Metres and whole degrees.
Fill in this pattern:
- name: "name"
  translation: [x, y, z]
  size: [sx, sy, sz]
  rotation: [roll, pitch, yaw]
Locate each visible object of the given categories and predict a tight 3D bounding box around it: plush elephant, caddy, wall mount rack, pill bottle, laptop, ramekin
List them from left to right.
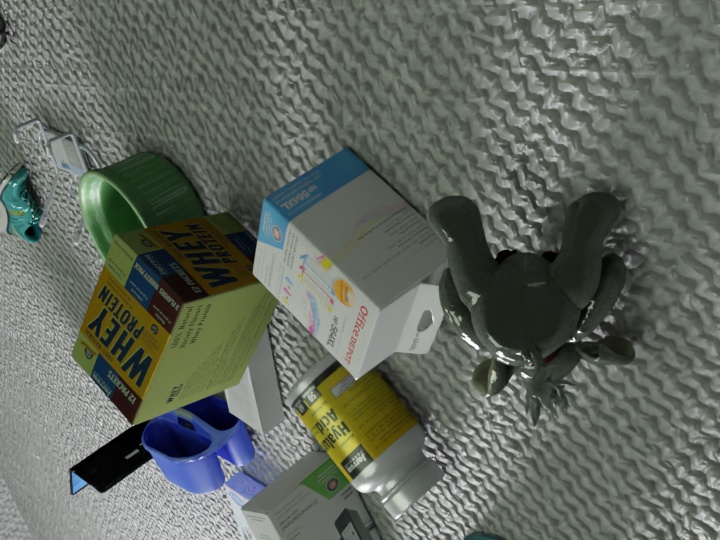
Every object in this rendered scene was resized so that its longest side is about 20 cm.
- name: "wall mount rack"
  translation: [-0.481, -0.147, 1.659]
  size: [0.198, 0.074, 0.176]
  rotation: [22, 134, 43]
- name: "laptop"
  translation: [-0.447, 0.370, 1.961]
  size: [0.198, 0.176, 0.105]
  rotation: [16, 131, 46]
- name: "ramekin"
  translation: [-0.300, -0.067, 1.463]
  size: [0.199, 0.097, 0.202]
  rotation: [34, 141, 32]
- name: "caddy"
  translation: [-0.262, 0.266, 1.659]
  size: [0.198, 0.141, 0.106]
  rotation: [9, 129, 48]
- name: "pill bottle"
  translation: [0.010, 0.196, 1.263]
  size: [0.201, 0.111, 0.112]
  rotation: [49, 147, 11]
- name: "plush elephant"
  translation: [0.155, 0.039, 0.918]
  size: [0.155, 0.162, 0.204]
  rotation: [44, -140, -73]

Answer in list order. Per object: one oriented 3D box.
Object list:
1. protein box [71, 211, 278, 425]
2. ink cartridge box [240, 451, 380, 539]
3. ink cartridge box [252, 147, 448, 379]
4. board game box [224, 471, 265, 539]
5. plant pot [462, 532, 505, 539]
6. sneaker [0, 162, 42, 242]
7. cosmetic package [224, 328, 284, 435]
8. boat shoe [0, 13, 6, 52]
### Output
- name: "protein box"
  translation: [-0.227, 0.055, 1.320]
  size: [0.135, 0.199, 0.200]
  rotation: [41, 121, 22]
- name: "ink cartridge box"
  translation: [-0.058, 0.384, 1.482]
  size: [0.083, 0.145, 0.202]
  rotation: [-9, 111, 53]
- name: "ink cartridge box"
  translation: [0.000, 0.000, 1.093]
  size: [0.200, 0.125, 0.129]
  rotation: [43, 145, 21]
- name: "board game box"
  translation: [-0.134, 0.459, 1.743]
  size: [0.198, 0.043, 0.202]
  rotation: [20, 133, 44]
- name: "plant pot"
  translation: [0.130, 0.457, 1.246]
  size: [0.199, 0.195, 0.203]
  rotation: [33, 141, 33]
- name: "sneaker"
  translation: [-0.607, -0.121, 1.873]
  size: [0.079, 0.078, 0.201]
  rotation: [30, 148, 5]
- name: "cosmetic package"
  translation: [-0.164, 0.134, 1.496]
  size: [0.082, 0.050, 0.203]
  rotation: [28, 137, 40]
- name: "boat shoe"
  translation: [-0.620, -0.426, 1.606]
  size: [0.201, 0.074, 0.060]
  rotation: [54, 148, -1]
